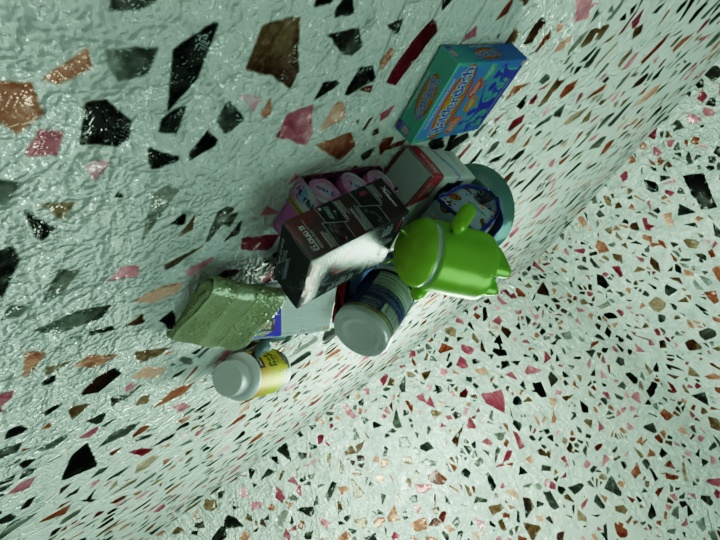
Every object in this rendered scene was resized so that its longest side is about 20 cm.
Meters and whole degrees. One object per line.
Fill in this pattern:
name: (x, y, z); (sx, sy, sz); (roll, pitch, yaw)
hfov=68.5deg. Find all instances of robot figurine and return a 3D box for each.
robot figurine: (0.142, -0.019, 0.862); (0.199, 0.116, 0.176); (11, 131, -17)

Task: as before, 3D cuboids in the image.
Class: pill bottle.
pill bottle: (-0.252, 0.241, 1.230); (0.109, 0.109, 0.200); (-43, 163, 13)
pill bottle: (0.040, 0.060, 1.008); (0.200, 0.111, 0.111); (-51, 177, -47)

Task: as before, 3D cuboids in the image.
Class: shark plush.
shark plush: (-0.162, 0.108, 1.064); (0.199, 0.091, 0.083); (-9, 135, 7)

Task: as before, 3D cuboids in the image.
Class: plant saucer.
plant saucer: (0.230, -0.128, 1.136); (0.036, 0.200, 0.200); (-18, 153, -50)

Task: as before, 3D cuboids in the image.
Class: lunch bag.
lunch bag: (0.181, -0.074, 1.036); (0.170, 0.124, 0.200); (-50, 171, 35)

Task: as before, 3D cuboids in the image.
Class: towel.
towel: (-0.224, 0.079, 0.887); (0.148, 0.037, 0.200); (13, 140, -35)

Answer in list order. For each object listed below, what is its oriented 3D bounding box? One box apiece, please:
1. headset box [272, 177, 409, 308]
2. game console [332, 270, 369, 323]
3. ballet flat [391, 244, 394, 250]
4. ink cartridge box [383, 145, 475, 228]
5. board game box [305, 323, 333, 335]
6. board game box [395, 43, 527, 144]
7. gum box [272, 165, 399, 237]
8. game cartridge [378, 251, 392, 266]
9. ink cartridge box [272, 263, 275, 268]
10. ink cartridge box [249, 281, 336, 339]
headset box: (-0.041, -0.036, 0.796); (0.200, 0.075, 0.149); (-29, 161, -27)
game console: (0.000, 0.000, 1.047); (0.177, 0.031, 0.200); (-47, 153, -46)
ballet flat: (0.099, -0.079, 1.183); (0.069, 0.070, 0.200); (-46, 166, 23)
ink cartridge box: (0.117, -0.158, 1.030); (0.146, 0.083, 0.200); (-49, 160, 30)
board game box: (-0.052, 0.076, 1.282); (0.200, 0.062, 0.200); (-31, 165, -18)
board game box: (0.166, -0.290, 0.863); (0.200, 0.045, 0.152); (-23, 157, -40)
gum box: (-0.034, -0.105, 0.880); (0.200, 0.066, 0.114); (-20, 155, -47)
game cartridge: (0.109, -0.028, 1.260); (0.133, 0.041, 0.200); (-4, -174, 11)
ink cartridge box: (-0.078, -0.003, 1.045); (0.116, 0.067, 0.200); (-41, 162, 6)
ink cartridge box: (-0.144, 0.059, 0.955); (0.197, 0.044, 0.200); (-5, 148, -12)
